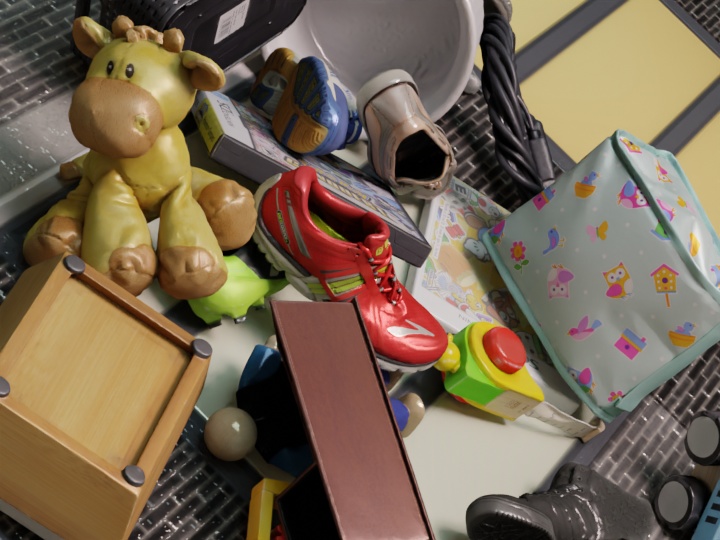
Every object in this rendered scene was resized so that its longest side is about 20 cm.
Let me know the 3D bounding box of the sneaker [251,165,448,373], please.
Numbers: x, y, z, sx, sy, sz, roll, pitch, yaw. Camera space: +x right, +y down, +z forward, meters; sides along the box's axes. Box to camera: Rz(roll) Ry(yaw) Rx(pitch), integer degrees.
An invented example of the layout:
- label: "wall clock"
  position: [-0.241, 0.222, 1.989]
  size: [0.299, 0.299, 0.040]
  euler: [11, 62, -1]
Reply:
- label: "sneaker"
  position: [0.000, 0.000, 1.518]
  size: [0.200, 0.085, 0.077]
  euler: [43, 38, -14]

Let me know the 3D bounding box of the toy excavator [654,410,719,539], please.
- label: "toy excavator"
  position: [0.345, 0.237, 1.657]
  size: [0.100, 0.195, 0.200]
  euler: [9, 19, -37]

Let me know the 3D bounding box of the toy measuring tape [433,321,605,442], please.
- label: "toy measuring tape"
  position: [0.130, 0.089, 1.661]
  size: [0.200, 0.074, 0.074]
  euler: [23, 39, -39]

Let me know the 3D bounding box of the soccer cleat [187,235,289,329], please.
- label: "soccer cleat"
  position: [-0.073, -0.022, 1.572]
  size: [0.200, 0.067, 0.081]
  euler: [-33, 106, -52]

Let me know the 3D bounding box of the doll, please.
- label: "doll"
  position: [-0.036, 0.112, 1.493]
  size: [0.200, 0.048, 0.137]
  euler: [-7, 68, -46]

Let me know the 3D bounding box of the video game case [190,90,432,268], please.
- label: "video game case"
  position: [-0.046, -0.082, 1.639]
  size: [0.200, 0.026, 0.181]
  euler: [27, 11, -18]

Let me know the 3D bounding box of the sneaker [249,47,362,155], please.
- label: "sneaker"
  position: [-0.028, -0.137, 1.667]
  size: [0.088, 0.075, 0.200]
  euler: [28, 12, -21]

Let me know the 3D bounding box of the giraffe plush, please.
- label: "giraffe plush"
  position: [-0.162, -0.096, 1.452]
  size: [0.172, 0.162, 0.200]
  euler: [2, 39, -2]

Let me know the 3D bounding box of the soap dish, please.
- label: "soap dish"
  position: [-0.194, 0.088, 1.347]
  size: [0.157, 0.081, 0.200]
  euler: [35, 35, -9]

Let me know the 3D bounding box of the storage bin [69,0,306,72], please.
- label: "storage bin"
  position: [-0.134, -0.235, 1.637]
  size: [0.094, 0.135, 0.200]
  euler: [41, 55, 15]

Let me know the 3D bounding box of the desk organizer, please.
- label: "desk organizer"
  position: [-0.023, 0.121, 1.408]
  size: [0.077, 0.072, 0.200]
  euler: [2, 57, -35]

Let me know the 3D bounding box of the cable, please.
- label: "cable"
  position: [0.136, -0.138, 1.809]
  size: [0.163, 0.051, 0.200]
  euler: [-23, 99, -78]

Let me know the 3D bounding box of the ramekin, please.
- label: "ramekin"
  position: [0.016, -0.226, 1.771]
  size: [0.200, 0.200, 0.098]
  euler: [40, 28, -2]

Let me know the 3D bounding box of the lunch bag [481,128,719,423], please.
- label: "lunch bag"
  position: [0.229, 0.009, 1.697]
  size: [0.122, 0.170, 0.200]
  euler: [15, 42, -53]

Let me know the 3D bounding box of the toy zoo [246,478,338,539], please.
- label: "toy zoo"
  position: [-0.023, 0.230, 1.391]
  size: [0.131, 0.020, 0.200]
  euler: [24, 46, -24]

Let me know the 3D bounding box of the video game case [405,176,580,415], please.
- label: "video game case"
  position: [0.128, 0.017, 1.764]
  size: [0.182, 0.023, 0.200]
  euler: [32, 37, -14]

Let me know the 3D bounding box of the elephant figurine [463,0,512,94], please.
- label: "elephant figurine"
  position: [0.082, -0.271, 1.866]
  size: [0.142, 0.200, 0.155]
  euler: [51, 37, 14]

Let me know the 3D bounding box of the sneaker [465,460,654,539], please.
- label: "sneaker"
  position: [0.161, 0.197, 1.582]
  size: [0.200, 0.060, 0.104]
  euler: [27, 39, -28]

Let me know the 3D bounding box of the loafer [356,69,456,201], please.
- label: "loafer"
  position: [0.045, -0.099, 1.689]
  size: [0.063, 0.072, 0.200]
  euler: [60, 1, 26]
